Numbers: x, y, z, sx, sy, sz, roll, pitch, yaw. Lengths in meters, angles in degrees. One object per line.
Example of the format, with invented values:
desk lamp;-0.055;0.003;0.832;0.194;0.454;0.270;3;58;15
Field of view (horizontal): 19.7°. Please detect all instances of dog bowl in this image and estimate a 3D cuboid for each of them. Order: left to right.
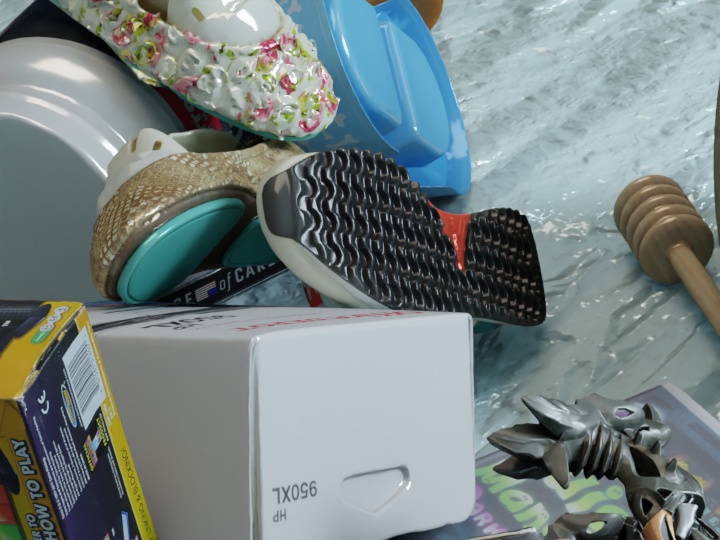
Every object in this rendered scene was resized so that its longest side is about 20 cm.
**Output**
dog bowl;-0.001;-0.094;1.053;0.050;0.112;0.200;-19;-17;18

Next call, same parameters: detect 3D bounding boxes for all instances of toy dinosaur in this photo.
toy dinosaur;0.105;0.120;0.709;0.200;0.102;0.136;-1;35;-40

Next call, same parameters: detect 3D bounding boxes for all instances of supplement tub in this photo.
supplement tub;-0.125;-0.070;1.023;0.140;0.141;0.200;2;33;21

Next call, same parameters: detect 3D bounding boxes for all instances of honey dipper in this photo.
honey dipper;0.162;0.017;0.935;0.038;0.038;0.200;-14;32;-6

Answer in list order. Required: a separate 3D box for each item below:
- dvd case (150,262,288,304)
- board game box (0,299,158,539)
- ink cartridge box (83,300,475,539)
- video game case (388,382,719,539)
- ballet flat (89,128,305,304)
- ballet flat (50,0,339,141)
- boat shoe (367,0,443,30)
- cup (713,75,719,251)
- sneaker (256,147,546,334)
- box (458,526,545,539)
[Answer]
dvd case;-0.132;-0.023;1.111;0.150;0.025;0.200;-28;35;-26
board game box;-0.154;0.103;0.727;0.165;0.200;0.057;0;35;20
ink cartridge box;-0.073;0.058;0.816;0.200;0.084;0.145;1;4;35
video game case;0.093;0.124;0.788;0.182;0.023;0.200;-20;31;-16
ballet flat;-0.075;-0.030;0.899;0.065;0.071;0.200;47;18;12
ballet flat;-0.092;-0.130;0.942;0.200;0.064;0.076;33;46;17
boat shoe;-0.041;-0.140;1.236;0.070;0.070;0.200;27;38;37
cup;0.232;-0.044;0.894;0.200;0.200;0.143;15;65;37
sneaker;0.000;0.000;0.917;0.093;0.070;0.200;-16;-16;31
box;-0.011;0.178;0.558;0.200;0.050;0.199;-7;55;-21
